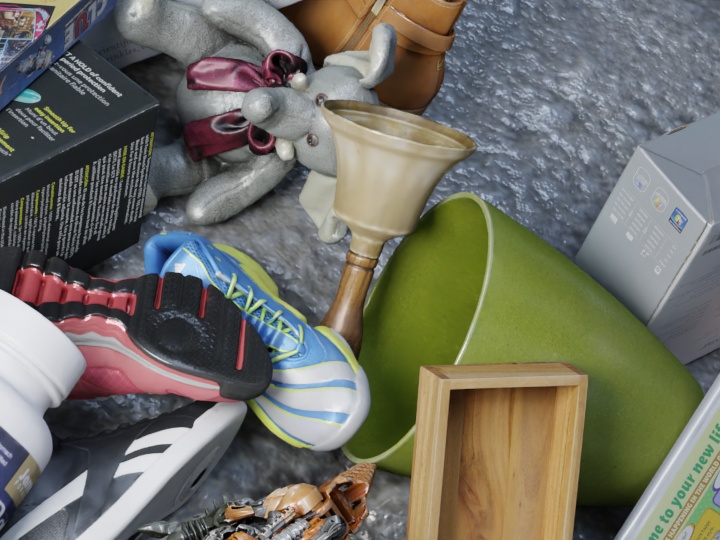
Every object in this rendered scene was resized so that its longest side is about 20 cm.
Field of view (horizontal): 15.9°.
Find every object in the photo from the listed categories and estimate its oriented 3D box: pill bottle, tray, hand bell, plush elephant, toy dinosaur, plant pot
[{"bbox_3d":[-0.245,0.110,1.464,0.111,0.111,0.200,32,71,7],"label":"pill bottle"},{"bbox_3d":[0.078,0.157,1.560,0.098,0.201,0.037,-1,13,-23],"label":"tray"},{"bbox_3d":[0.000,0.000,1.665,0.104,0.201,0.104,14,12,-3],"label":"hand bell"},{"bbox_3d":[-0.056,-0.105,1.735,0.200,0.155,0.165,7,90,-36],"label":"plush elephant"},{"bbox_3d":[-0.046,0.170,1.513,0.200,0.136,0.102,-5,70,-48],"label":"toy dinosaur"},{"bbox_3d":[0.116,0.074,1.668,0.200,0.187,0.187,24,44,-20],"label":"plant pot"}]

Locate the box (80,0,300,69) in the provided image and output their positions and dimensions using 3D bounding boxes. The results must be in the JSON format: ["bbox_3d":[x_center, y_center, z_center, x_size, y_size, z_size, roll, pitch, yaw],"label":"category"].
[{"bbox_3d":[-0.143,-0.269,1.768,0.198,0.200,0.131,-19,45,10],"label":"box"}]

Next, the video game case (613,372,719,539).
[{"bbox_3d":[0.262,0.181,1.632,0.182,0.022,0.200,33,86,-1],"label":"video game case"}]

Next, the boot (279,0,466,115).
[{"bbox_3d":[-0.016,-0.195,1.841,0.077,0.155,0.200,-29,66,-38],"label":"boot"}]

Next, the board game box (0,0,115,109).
[{"bbox_3d":[-0.259,-0.159,1.617,0.135,0.035,0.200,25,41,14],"label":"board game box"}]

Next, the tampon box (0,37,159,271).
[{"bbox_3d":[-0.254,-0.063,1.635,0.150,0.126,0.200,38,47,25],"label":"tampon box"}]

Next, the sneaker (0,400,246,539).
[{"bbox_3d":[-0.164,0.111,1.571,0.112,0.073,0.200,37,47,12],"label":"sneaker"}]

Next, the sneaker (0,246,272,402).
[{"bbox_3d":[-0.153,0.046,1.585,0.200,0.087,0.074,15,48,-3],"label":"sneaker"}]

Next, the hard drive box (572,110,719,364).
[{"bbox_3d":[0.227,-0.016,1.757,0.156,0.200,0.077,-22,62,-36],"label":"hard drive box"}]

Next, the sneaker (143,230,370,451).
[{"bbox_3d":[-0.078,0.040,1.627,0.105,0.076,0.200,31,7,-46],"label":"sneaker"}]
